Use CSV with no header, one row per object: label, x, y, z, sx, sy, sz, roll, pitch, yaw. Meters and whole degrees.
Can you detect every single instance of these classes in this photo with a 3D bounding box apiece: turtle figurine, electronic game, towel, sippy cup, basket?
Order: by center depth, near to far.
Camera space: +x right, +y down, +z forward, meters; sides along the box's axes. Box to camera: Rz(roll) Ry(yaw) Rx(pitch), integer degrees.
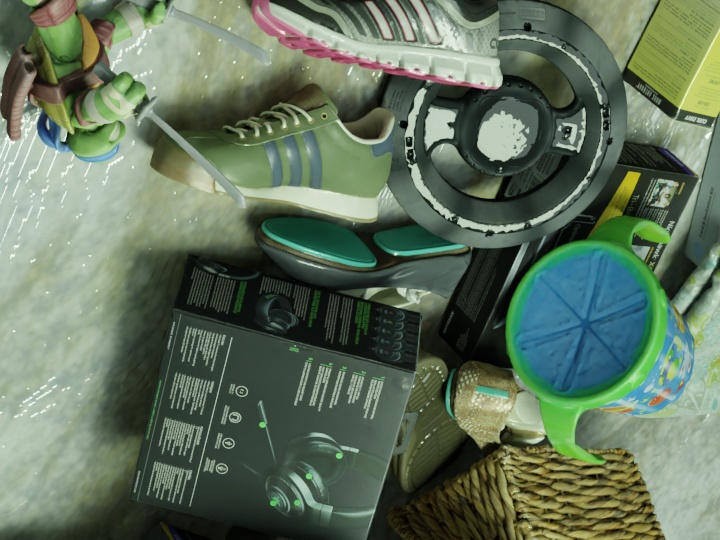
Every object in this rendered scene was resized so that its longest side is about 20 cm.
turtle figurine,-0.154,-0.161,1.390,0.144,0.199,0.195,-57,140,-35
electronic game,0.109,-0.111,1.638,0.198,0.042,0.202,-5,114,-10
sippy cup,0.204,0.057,1.724,0.178,0.140,0.130,-43,147,13
basket,0.149,0.242,1.834,0.149,0.144,0.199,-34,154,34
towel,0.335,0.054,1.900,0.170,0.048,0.201,0,134,-38

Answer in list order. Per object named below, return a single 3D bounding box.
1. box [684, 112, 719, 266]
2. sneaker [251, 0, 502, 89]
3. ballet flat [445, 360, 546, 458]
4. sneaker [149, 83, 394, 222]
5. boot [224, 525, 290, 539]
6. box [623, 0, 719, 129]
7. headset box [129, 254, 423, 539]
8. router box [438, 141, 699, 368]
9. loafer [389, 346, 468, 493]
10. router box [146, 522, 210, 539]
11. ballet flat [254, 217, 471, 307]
box,0.388,-0.085,1.872,0.199,0.041,0.157,-10,127,-26
sneaker,0.017,-0.189,1.532,0.198,0.074,0.088,10,92,-23
ballet flat,0.123,0.123,1.778,0.200,0.065,0.071,34,65,-70
sneaker,-0.056,-0.097,1.557,0.199,0.067,0.090,10,107,-37
boot,-0.025,0.222,1.749,0.151,0.073,0.201,46,62,-33
box,0.285,-0.218,1.686,0.050,0.075,0.201,7,116,-39
headset box,-0.057,0.103,1.610,0.198,0.093,0.175,14,118,-2
router box,0.172,-0.013,1.772,0.156,0.052,0.201,6,117,-37
loafer,0.041,0.114,1.770,0.076,0.067,0.201,-34,150,-19
router box,-0.157,0.320,1.782,0.157,0.052,0.201,27,104,-42
ballet flat,0.000,0.000,1.657,0.199,0.073,0.073,0,122,-36
